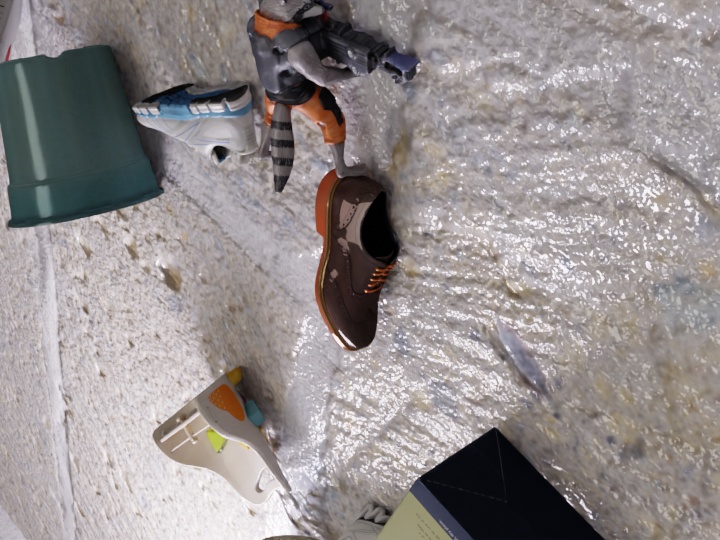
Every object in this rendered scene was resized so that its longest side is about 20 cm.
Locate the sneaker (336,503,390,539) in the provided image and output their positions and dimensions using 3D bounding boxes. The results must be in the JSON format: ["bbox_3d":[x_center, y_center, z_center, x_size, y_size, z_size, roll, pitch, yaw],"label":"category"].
[{"bbox_3d":[0.042,0.328,1.188,0.199,0.081,0.076,-14,101,53],"label":"sneaker"}]

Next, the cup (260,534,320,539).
[{"bbox_3d":[-0.095,0.444,1.375,0.199,0.199,0.145,8,94,49],"label":"cup"}]

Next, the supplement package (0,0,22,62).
[{"bbox_3d":[-0.522,-0.316,1.332,0.121,0.119,0.201,123,154,-53],"label":"supplement package"}]

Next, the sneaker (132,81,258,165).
[{"bbox_3d":[-0.186,-0.161,1.143,0.199,0.075,0.087,13,130,48],"label":"sneaker"}]

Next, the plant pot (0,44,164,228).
[{"bbox_3d":[-0.364,-0.173,1.272,0.199,0.199,0.198,5,109,50],"label":"plant pot"}]

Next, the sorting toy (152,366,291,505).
[{"bbox_3d":[-0.171,0.243,1.394,0.181,0.107,0.200,52,145,0],"label":"sorting toy"}]

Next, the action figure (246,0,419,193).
[{"bbox_3d":[-0.044,-0.170,0.926,0.199,0.104,0.195,25,137,39],"label":"action figure"}]

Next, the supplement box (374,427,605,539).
[{"bbox_3d":[0.118,0.307,0.991,0.200,0.134,0.201,45,129,22],"label":"supplement box"}]

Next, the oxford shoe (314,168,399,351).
[{"bbox_3d":[0.000,0.000,1.019,0.072,0.071,0.202,19,128,38],"label":"oxford shoe"}]
